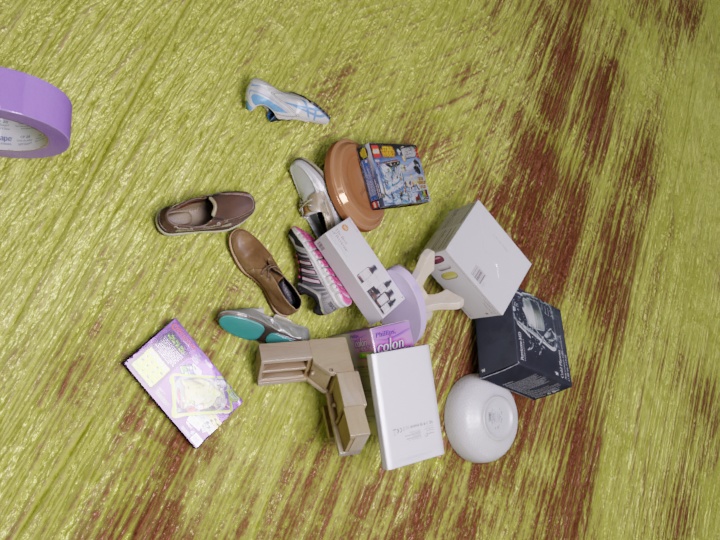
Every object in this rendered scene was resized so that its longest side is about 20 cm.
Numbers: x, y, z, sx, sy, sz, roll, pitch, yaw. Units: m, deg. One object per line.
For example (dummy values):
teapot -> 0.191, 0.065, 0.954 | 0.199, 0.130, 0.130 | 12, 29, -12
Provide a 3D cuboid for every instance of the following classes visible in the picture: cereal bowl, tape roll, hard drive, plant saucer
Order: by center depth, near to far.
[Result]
tape roll -> -0.549, -0.236, 0.954 | 0.197, 0.199, 0.067 | 4, 78, -31
hard drive -> 0.083, 0.246, 1.148 | 0.130, 0.027, 0.205 | -5, 84, -31
plant saucer -> -0.004, -0.184, 1.338 | 0.199, 0.032, 0.204 | 27, 56, -47
cereal bowl -> 0.291, 0.339, 1.436 | 0.197, 0.083, 0.205 | 6, 78, -31

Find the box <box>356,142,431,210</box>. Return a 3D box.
box -> 0.078, -0.211, 1.397 | 0.198, 0.039, 0.140 | -12, 87, -53

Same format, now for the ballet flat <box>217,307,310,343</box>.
ballet flat -> -0.184, 0.107, 1.206 | 0.198, 0.067, 0.065 | 26, 41, -26

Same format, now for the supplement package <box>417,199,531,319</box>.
supplement package -> 0.254, -0.020, 1.390 | 0.200, 0.110, 0.157 | 46, 63, -15

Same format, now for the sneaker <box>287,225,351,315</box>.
sneaker -> -0.102, 0.006, 1.258 | 0.202, 0.087, 0.074 | 57, 14, 11

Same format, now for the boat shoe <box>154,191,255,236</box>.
boat shoe -> -0.279, -0.108, 1.171 | 0.200, 0.074, 0.076 | -22, 92, -33

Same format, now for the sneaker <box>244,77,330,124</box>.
sneaker -> -0.152, -0.338, 1.308 | 0.197, 0.072, 0.074 | 11, 109, -36

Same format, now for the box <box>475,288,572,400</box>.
box -> 0.376, 0.169, 1.459 | 0.194, 0.123, 0.204 | 23, 53, -30

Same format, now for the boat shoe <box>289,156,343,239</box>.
boat shoe -> -0.090, -0.137, 1.294 | 0.068, 0.074, 0.202 | -41, 103, -36

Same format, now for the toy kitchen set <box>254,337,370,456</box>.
toy kitchen set -> -0.100, 0.262, 1.179 | 0.177, 0.165, 0.203 | -2, 50, -20

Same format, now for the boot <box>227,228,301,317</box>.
boot -> -0.179, -0.002, 1.213 | 0.073, 0.075, 0.202 | -41, 101, -29

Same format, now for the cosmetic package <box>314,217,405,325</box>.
cosmetic package -> 0.000, 0.000, 1.249 | 0.082, 0.050, 0.202 | -36, 92, -43

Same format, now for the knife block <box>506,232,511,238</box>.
knife block -> 0.259, -0.054, 1.501 | 0.175, 0.064, 0.202 | 41, 63, -20

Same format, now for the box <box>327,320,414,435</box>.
box -> 0.032, 0.214, 1.243 | 0.095, 0.175, 0.204 | -9, 85, -32

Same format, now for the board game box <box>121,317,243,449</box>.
board game box -> -0.314, 0.201, 1.118 | 0.120, 0.032, 0.201 | -42, 104, -26

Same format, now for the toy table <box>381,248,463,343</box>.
toy table -> 0.116, 0.055, 1.334 | 0.183, 0.202, 0.117 | 37, 52, 24
